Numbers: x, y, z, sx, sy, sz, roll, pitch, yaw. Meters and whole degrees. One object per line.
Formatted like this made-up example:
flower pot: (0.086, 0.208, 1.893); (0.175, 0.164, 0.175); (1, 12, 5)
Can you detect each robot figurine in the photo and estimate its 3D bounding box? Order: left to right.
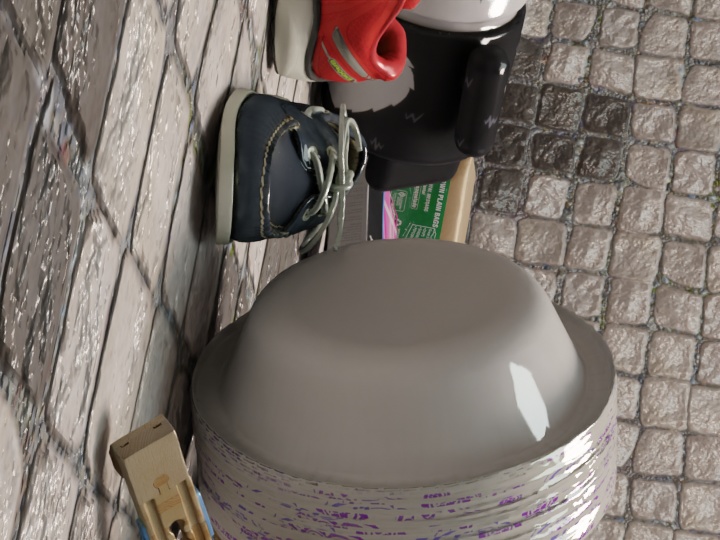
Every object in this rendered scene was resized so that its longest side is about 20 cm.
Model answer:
robot figurine: (0.040, -0.150, 1.288); (0.125, 0.150, 0.200); (-53, 161, -51)

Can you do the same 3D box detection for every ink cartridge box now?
ink cartridge box: (0.000, 0.000, 1.419); (0.095, 0.037, 0.200); (72, 17, -45)

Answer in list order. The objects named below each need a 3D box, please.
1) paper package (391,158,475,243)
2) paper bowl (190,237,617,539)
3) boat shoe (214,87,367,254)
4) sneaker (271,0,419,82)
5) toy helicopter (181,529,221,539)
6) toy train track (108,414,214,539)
paper package: (0.049, -0.015, 1.915); (0.191, 0.103, 0.201); (57, 43, -84)
paper bowl: (0.020, 0.056, 0.912); (0.201, 0.200, 0.105); (-74, 162, -63)
boat shoe: (-0.032, -0.047, 0.944); (0.200, 0.062, 0.075); (-43, 143, -83)
sneaker: (0.002, -0.173, 0.992); (0.200, 0.085, 0.077); (93, 6, -55)
toy helicopter: (-0.029, 0.120, 1.019); (0.200, 0.132, 0.079); (-3, 73, -69)
toy train track: (-0.072, 0.125, 0.802); (0.033, 0.115, 0.200); (45, -22, 39)
